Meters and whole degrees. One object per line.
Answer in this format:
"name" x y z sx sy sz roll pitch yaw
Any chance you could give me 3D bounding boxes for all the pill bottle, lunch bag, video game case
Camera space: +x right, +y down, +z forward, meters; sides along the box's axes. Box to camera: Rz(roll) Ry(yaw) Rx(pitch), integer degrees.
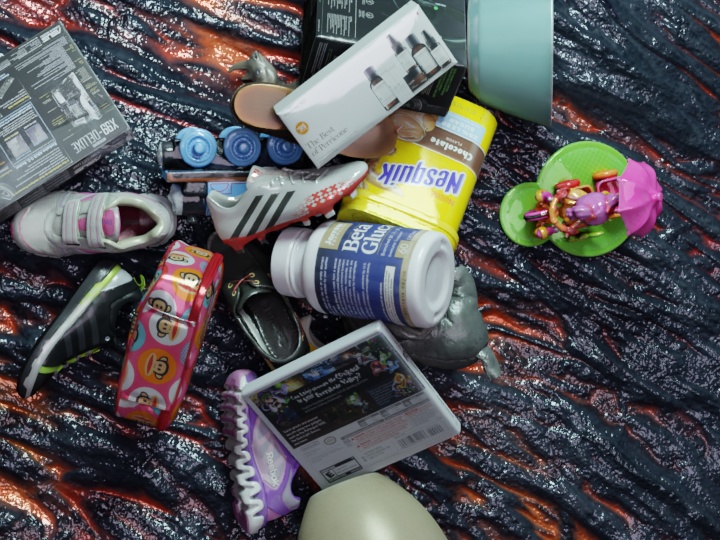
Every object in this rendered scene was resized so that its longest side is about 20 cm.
"pill bottle" 0.000 0.000 1.637 0.198 0.111 0.112 7 90 26
"lunch bag" -0.223 0.070 1.653 0.081 0.176 0.202 18 108 -4
"video game case" -0.011 0.164 1.669 0.199 0.023 0.182 -26 119 22

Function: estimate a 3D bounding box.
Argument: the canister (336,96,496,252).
"canister" 0.072 -0.118 1.716 0.147 0.087 0.201 21 64 2

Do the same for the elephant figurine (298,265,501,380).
"elephant figurine" 0.045 0.073 1.720 0.198 0.155 0.143 -14 104 -25

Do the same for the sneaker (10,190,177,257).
"sneaker" -0.314 -0.059 1.669 0.198 0.088 0.082 -7 93 -12

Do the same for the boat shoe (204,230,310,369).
"boat shoe" -0.126 0.029 1.701 0.073 0.063 0.202 -32 75 -2

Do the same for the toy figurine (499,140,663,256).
"toy figurine" 0.292 -0.086 1.755 0.198 0.184 0.152 -13 94 -11

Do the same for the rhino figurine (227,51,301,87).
"rhino figurine" -0.068 -0.216 1.735 0.198 0.060 0.088 17 92 -10

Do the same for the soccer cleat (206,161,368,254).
"soccer cleat" -0.087 -0.092 1.635 0.198 0.069 0.086 -23 109 18

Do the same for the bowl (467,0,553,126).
"bowl" 0.185 -0.279 1.739 0.104 0.201 0.203 1 91 7

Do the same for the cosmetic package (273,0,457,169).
"cosmetic package" 0.005 -0.210 1.592 0.199 0.051 0.083 -38 107 3

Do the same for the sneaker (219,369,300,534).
"sneaker" -0.118 0.217 1.729 0.088 0.080 0.202 -9 98 -19

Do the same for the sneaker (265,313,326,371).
"sneaker" -0.025 0.146 1.744 0.090 0.075 0.200 -45 100 -2

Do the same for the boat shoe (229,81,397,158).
"boat shoe" -0.056 -0.179 1.658 0.198 0.070 0.071 16 89 -10

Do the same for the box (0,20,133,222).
"box" -0.390 -0.173 1.651 0.199 0.050 0.158 -34 84 -10

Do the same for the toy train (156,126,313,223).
"toy train" -0.147 -0.116 1.708 0.198 0.087 0.116 -3 98 -14

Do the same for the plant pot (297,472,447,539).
"plant pot" 0.003 0.324 1.708 0.198 0.200 0.136 -17 75 -12

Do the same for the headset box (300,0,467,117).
"headset box" 0.034 -0.292 1.697 0.198 0.093 0.176 8 53 -11

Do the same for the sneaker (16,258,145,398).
"sneaker" -0.329 0.080 1.677 0.083 0.072 0.201 37 83 -12
